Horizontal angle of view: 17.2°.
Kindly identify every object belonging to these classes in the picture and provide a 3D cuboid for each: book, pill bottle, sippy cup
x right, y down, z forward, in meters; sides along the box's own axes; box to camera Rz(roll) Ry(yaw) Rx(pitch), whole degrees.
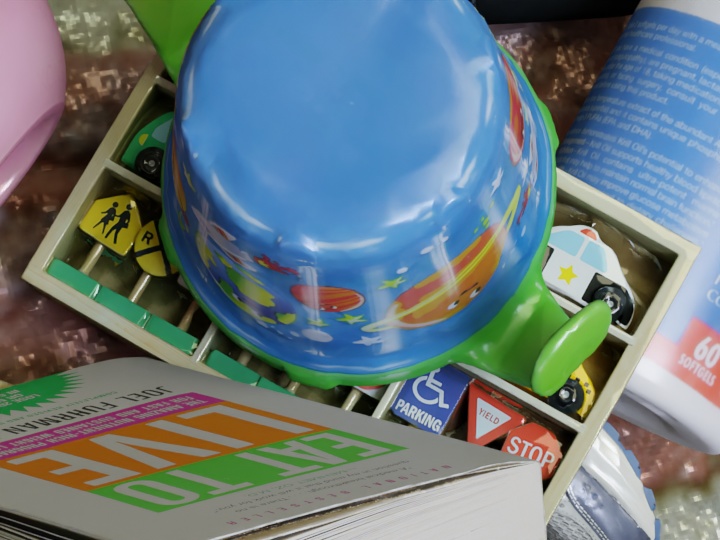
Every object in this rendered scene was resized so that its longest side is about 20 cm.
[{"bbox_3d":[-0.060,0.068,0.698,0.133,0.199,0.048,-15,106,-37],"label":"book"},{"bbox_3d":[0.135,-0.043,0.890,0.112,0.112,0.201,30,84,-12],"label":"pill bottle"},{"bbox_3d":[-0.004,-0.039,0.748,0.177,0.130,0.141,8,79,5],"label":"sippy cup"}]

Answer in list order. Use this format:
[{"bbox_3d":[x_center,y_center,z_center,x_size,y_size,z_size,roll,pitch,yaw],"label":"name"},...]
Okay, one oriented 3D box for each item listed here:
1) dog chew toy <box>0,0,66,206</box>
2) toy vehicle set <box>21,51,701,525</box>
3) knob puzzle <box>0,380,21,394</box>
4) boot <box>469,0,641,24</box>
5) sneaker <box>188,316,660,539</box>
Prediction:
[{"bbox_3d":[-0.197,-0.090,0.789,0.200,0.125,0.125,37,62,0],"label":"dog chew toy"},{"bbox_3d":[0.000,0.000,0.820,0.199,0.027,0.125,29,82,8],"label":"toy vehicle set"},{"bbox_3d":[-0.123,0.143,0.785,0.219,0.030,0.221,6,80,-37],"label":"knob puzzle"},{"bbox_3d":[0.034,-0.086,0.914,0.197,0.073,0.163,14,66,-12],"label":"boot"},{"bbox_3d":[0.016,0.062,0.866,0.200,0.077,0.085,36,71,-1],"label":"sneaker"}]
